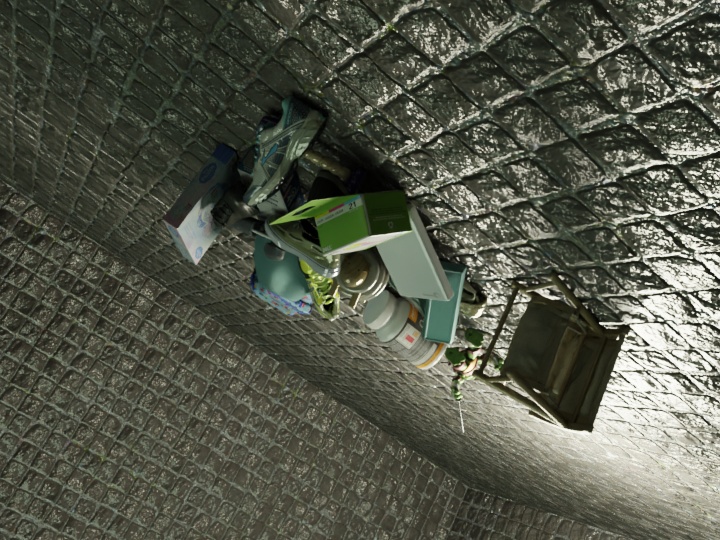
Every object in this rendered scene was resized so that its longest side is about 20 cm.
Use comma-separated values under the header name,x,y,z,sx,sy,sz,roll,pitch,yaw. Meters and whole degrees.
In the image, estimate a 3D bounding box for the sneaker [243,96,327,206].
name,x,y,z,sx,sy,sz,roll,pitch,yaw
sneaker,-0.139,-0.194,1.154,0.086,0.201,0.078,40,-159,-2

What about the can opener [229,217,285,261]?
name,x,y,z,sx,sy,sz,roll,pitch,yaw
can opener,-0.224,-0.072,1.496,0.053,0.069,0.198,8,-171,-45

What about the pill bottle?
name,x,y,z,sx,sy,sz,roll,pitch,yaw
pill bottle,0.107,0.140,1.698,0.199,0.118,0.116,37,160,-23

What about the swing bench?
name,x,y,z,sx,sy,sz,roll,pitch,yaw
swing bench,0.336,0.146,1.241,0.198,0.202,0.129,34,161,-14

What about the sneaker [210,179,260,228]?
name,x,y,z,sx,sy,sz,roll,pitch,yaw
sneaker,-0.255,-0.122,1.415,0.077,0.090,0.200,57,169,-2

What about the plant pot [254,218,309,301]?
name,x,y,z,sx,sy,sz,roll,pitch,yaw
plant pot,-0.159,-0.012,1.585,0.196,0.137,0.200,24,180,0

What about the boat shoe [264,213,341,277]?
name,x,y,z,sx,sy,sz,roll,pitch,yaw
boat shoe,-0.109,-0.064,1.386,0.198,0.071,0.063,35,129,24

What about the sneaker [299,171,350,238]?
name,x,y,z,sx,sy,sz,roll,pitch,yaw
sneaker,-0.040,-0.085,1.351,0.074,0.108,0.200,6,151,49

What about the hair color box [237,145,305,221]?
name,x,y,z,sx,sy,sz,roll,pitch,yaw
hair color box,-0.172,-0.158,1.431,0.098,0.061,0.201,24,161,14

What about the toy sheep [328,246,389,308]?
name,x,y,z,sx,sy,sz,roll,pitch,yaw
toy sheep,0.000,0.000,1.461,0.136,0.140,0.200,26,-169,7

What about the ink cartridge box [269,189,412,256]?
name,x,y,z,sx,sy,sz,roll,pitch,yaw
ink cartridge box,-0.034,-0.075,1.205,0.197,0.078,0.147,-12,176,-39

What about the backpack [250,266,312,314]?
name,x,y,z,sx,sy,sz,roll,pitch,yaw
backpack,-0.162,0.021,1.775,0.182,0.137,0.198,38,157,-27

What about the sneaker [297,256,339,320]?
name,x,y,z,sx,sy,sz,roll,pitch,yaw
sneaker,-0.077,0.023,1.492,0.077,0.074,0.202,55,168,42

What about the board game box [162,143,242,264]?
name,x,y,z,sx,sy,sz,roll,pitch,yaw
board game box,-0.322,-0.135,1.493,0.043,0.201,0.201,29,162,8

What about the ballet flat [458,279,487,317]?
name,x,y,z,sx,sy,sz,roll,pitch,yaw
ballet flat,0.167,0.029,1.427,0.196,0.069,0.076,24,140,0

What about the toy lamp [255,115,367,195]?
name,x,y,z,sx,sy,sz,roll,pitch,yaw
toy lamp,-0.086,-0.198,1.206,0.197,0.059,0.058,31,162,-4

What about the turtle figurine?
name,x,y,z,sx,sy,sz,roll,pitch,yaw
turtle figurine,0.278,0.244,1.684,0.140,0.204,0.195,-13,144,11

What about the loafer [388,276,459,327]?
name,x,y,z,sx,sy,sz,roll,pitch,yaw
loafer,0.135,0.053,1.538,0.199,0.072,0.063,41,179,-13

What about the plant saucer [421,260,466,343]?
name,x,y,z,sx,sy,sz,roll,pitch,yaw
plant saucer,0.164,0.068,1.410,0.068,0.019,0.204,9,128,7

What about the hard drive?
name,x,y,z,sx,sy,sz,roll,pitch,yaw
hard drive,0.086,-0.033,1.324,0.130,0.027,0.202,6,133,47
